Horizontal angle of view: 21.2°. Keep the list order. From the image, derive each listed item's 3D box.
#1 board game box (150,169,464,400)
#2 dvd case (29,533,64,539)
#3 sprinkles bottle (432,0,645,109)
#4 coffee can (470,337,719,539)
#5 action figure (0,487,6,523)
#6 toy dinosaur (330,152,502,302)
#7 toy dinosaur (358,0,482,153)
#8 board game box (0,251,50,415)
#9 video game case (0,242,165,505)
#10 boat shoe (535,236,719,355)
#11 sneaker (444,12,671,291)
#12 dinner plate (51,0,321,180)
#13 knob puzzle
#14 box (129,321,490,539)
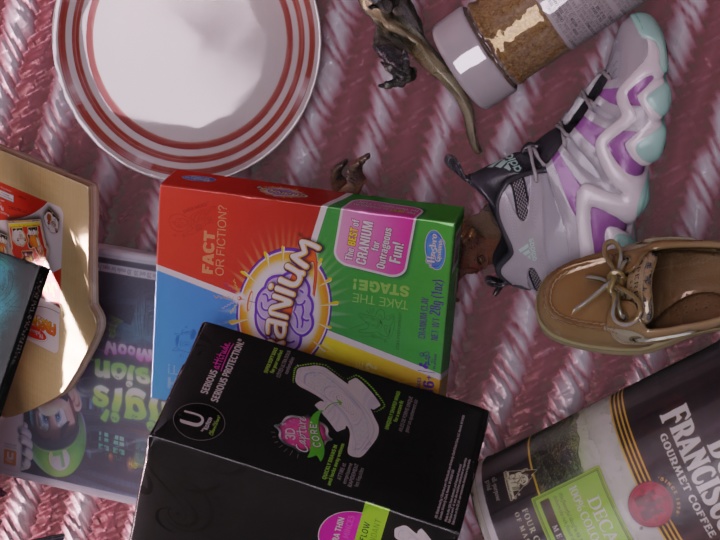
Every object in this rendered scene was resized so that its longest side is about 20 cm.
[{"bbox_3d":[-0.037,0.023,1.278,0.198,0.040,0.154,7,108,10],"label":"board game box"},{"bbox_3d":[-0.285,0.233,1.347,0.147,0.200,0.016,-10,69,-18],"label":"dvd case"},{"bbox_3d":[0.145,-0.188,1.278,0.199,0.068,0.069,-33,90,15],"label":"sprinkles bottle"},{"bbox_3d":[0.193,0.150,1.276,0.199,0.146,0.147,-29,91,15],"label":"coffee can"},{"bbox_3d":[-0.347,0.117,1.384,0.133,0.149,0.201,-20,113,40],"label":"action figure"},{"bbox_3d":[0.000,0.000,1.333,0.199,0.086,0.136,-32,97,20],"label":"toy dinosaur"},{"bbox_3d":[0.023,-0.162,1.298,0.047,0.088,0.201,-35,89,14],"label":"toy dinosaur"},{"bbox_3d":[-0.308,0.072,1.319,0.134,0.028,0.202,17,86,8],"label":"board game box"},{"bbox_3d":[-0.178,0.074,1.383,0.198,0.023,0.184,9,100,27],"label":"video game case"},{"bbox_3d":[0.204,0.009,1.216,0.198,0.063,0.074,-7,71,17],"label":"boat shoe"},{"bbox_3d":[0.126,-0.077,1.280,0.139,0.078,0.202,8,99,-4],"label":"sneaker"},{"bbox_3d":[-0.122,-0.163,1.363,0.198,0.024,0.202,2,99,11],"label":"dinner plate"},{"bbox_3d":[-0.245,0.009,1.380,0.218,0.030,0.222,13,111,38],"label":"knob puzzle"},{"bbox_3d":[-0.037,0.150,1.236,0.198,0.125,0.149,18,126,3],"label":"box"}]
